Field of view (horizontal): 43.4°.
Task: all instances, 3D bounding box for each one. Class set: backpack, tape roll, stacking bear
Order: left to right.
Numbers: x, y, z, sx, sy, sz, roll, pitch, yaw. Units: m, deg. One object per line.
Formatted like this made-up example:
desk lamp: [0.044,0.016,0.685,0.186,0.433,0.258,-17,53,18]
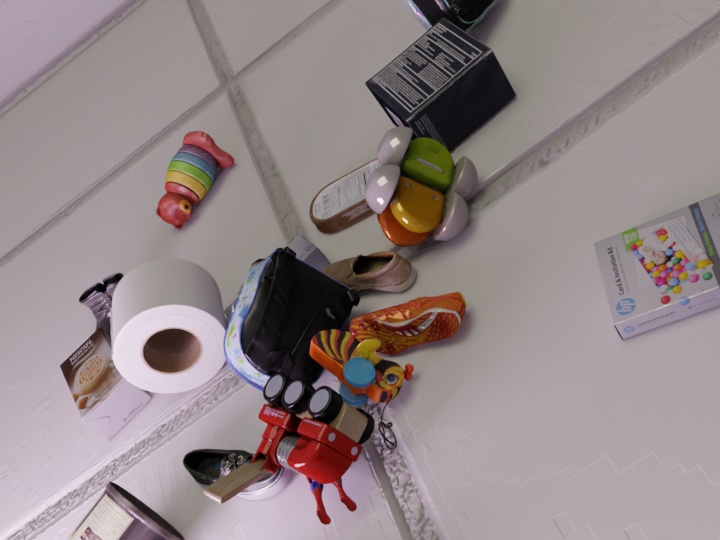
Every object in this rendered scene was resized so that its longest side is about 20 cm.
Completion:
tape roll: [-0.340,0.099,1.613,0.202,0.203,0.140,-34,39,9]
stacking bear: [-0.387,-0.194,2.024,0.113,0.121,0.201,4,63,40]
backpack: [-0.127,0.095,1.460,0.147,0.182,0.201,-26,37,55]
backpack: [0.192,-0.578,1.847,0.200,0.176,0.153,-46,6,-25]

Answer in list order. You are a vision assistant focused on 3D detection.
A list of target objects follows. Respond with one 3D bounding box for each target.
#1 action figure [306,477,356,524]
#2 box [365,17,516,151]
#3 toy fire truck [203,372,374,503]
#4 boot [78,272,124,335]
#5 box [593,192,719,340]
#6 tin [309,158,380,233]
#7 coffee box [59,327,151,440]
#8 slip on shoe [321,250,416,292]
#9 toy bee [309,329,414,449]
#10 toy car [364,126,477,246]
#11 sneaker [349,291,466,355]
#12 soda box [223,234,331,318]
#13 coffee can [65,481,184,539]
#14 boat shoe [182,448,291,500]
action figure: [-0.055,0.282,1.315,0.065,0.052,0.200,-31,33,4]
box: [0.148,-0.338,1.688,0.198,0.123,0.200,-40,39,3]
toy fire truck: [-0.105,0.254,1.262,0.175,0.128,0.201,7,65,51]
boot: [-0.527,0.094,1.834,0.200,0.132,0.070,-39,38,2]
box: [0.421,-0.009,1.200,0.199,0.041,0.157,-24,41,23]
tin: [-0.009,-0.141,1.702,0.199,0.042,0.113,-27,44,17]
coffee box: [-0.489,0.213,1.727,0.114,0.080,0.200,-44,38,-5]
slip on shoe: [0.000,0.000,1.533,0.199,0.061,0.076,2,54,42]
toy bee: [0.019,0.159,1.344,0.108,0.201,0.131,-28,-8,-30]
toy car: [0.091,-0.129,1.530,0.150,0.174,0.201,127,164,-54]
sneaker: [0.075,0.080,1.401,0.198,0.073,0.077,-9,25,29]
soda box: [-0.146,0.034,1.623,0.200,0.064,0.068,-46,39,-6]
coffee can: [-0.382,0.443,1.356,0.146,0.147,0.201,20,67,49]
boat shoe: [-0.196,0.310,1.400,0.199,0.057,0.069,-7,48,36]
